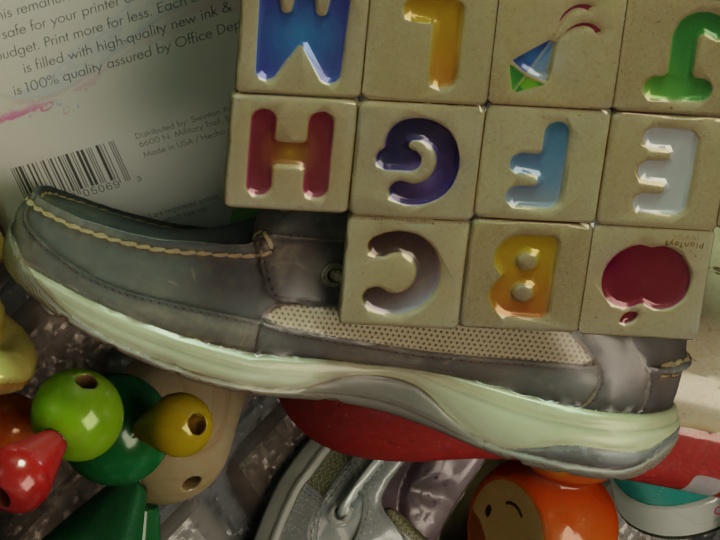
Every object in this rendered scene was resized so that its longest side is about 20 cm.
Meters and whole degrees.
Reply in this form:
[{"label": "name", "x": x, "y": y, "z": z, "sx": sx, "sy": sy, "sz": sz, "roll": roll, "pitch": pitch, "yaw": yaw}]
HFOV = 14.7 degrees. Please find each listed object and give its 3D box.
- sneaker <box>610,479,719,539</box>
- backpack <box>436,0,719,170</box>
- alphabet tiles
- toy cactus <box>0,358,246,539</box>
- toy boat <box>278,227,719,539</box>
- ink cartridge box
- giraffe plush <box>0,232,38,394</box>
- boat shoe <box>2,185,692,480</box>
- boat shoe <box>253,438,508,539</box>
[{"label": "sneaker", "x": 0.160, "y": -0.002, "z": 1.056, "sx": 0.200, "sy": 0.084, "sz": 0.121, "roll": -39, "pitch": 131, "yaw": -23}, {"label": "backpack", "x": 0.066, "y": -0.114, "z": 0.766, "sx": 0.163, "sy": 0.154, "sz": 0.200, "roll": -33, "pitch": 104, "yaw": -7}, {"label": "alphabet tiles", "x": 0.052, "y": -0.072, "z": 0.714, "sx": 0.166, "sy": 0.006, "sz": 0.200, "roll": 3, "pitch": 117, "yaw": -6}, {"label": "toy cactus", "x": -0.070, "y": 0.078, "z": 0.871, "sx": 0.200, "sy": 0.102, "sz": 0.165, "roll": 81, "pitch": 28, "yaw": -46}, {"label": "toy boat", "x": 0.068, "y": 0.051, "z": 0.912, "sx": 0.199, "sy": 0.131, "sz": 0.131, "roll": 11, "pitch": 112, "yaw": -11}, {"label": "ink cartridge box", "x": -0.071, "y": -0.093, "z": 0.790, "sx": 0.117, "sy": 0.067, "sz": 0.200, "roll": -15, "pitch": 128, "yaw": 7}, {"label": "giraffe plush", "x": -0.178, "y": 0.001, "z": 0.752, "sx": 0.162, "sy": 0.199, "sz": 0.173, "roll": -39, "pitch": 125, "yaw": -59}, {"label": "boat shoe", "x": 0.000, "y": 0.000, "z": 0.793, "sx": 0.199, "sy": 0.075, "sz": 0.074, "roll": 14, "pitch": 99, "yaw": -8}, {"label": "boat shoe", "x": 0.028, "y": 0.075, "z": 0.976, "sx": 0.202, "sy": 0.065, "sz": 0.074, "roll": -54, "pitch": 127, "yaw": -15}]
